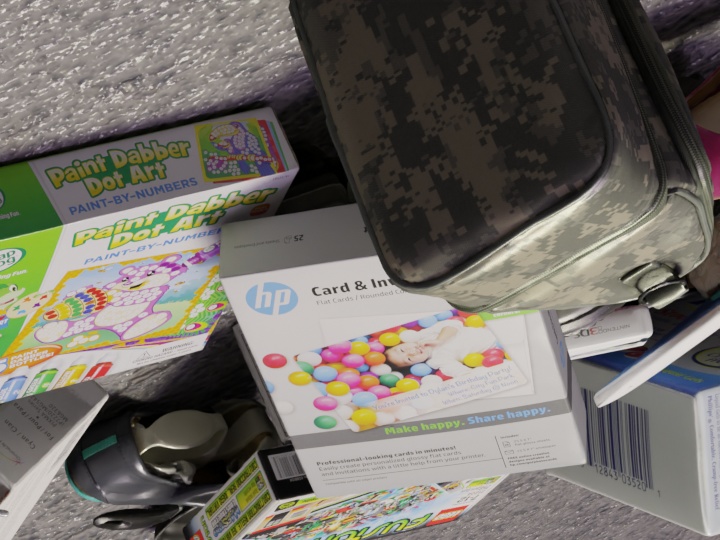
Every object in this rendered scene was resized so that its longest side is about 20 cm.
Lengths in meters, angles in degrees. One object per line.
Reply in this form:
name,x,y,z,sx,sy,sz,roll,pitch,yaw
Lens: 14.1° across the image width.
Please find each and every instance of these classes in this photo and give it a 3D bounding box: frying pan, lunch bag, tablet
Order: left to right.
frying pan,-0.121,0.168,1.964,0.189,0.031,0.115,-7,152,-35
lunch bag,0.076,-0.083,1.363,0.139,0.201,0.167,-31,156,22
tablet,0.227,0.012,1.728,0.130,0.014,0.200,-36,177,-39

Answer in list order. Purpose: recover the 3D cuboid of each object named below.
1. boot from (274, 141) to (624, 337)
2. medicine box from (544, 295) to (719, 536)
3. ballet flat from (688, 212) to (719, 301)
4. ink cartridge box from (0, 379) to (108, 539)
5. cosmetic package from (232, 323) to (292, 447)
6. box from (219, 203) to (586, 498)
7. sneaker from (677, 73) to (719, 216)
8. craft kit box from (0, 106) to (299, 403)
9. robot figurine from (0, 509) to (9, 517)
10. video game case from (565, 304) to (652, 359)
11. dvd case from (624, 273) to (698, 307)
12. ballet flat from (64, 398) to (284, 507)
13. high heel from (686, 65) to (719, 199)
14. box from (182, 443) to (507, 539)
boot,0.049,-0.023,1.551,0.199,0.068,0.131,-11,129,2
medicine box,0.252,0.090,1.991,0.199,0.104,0.182,-14,-163,-31
ballet flat,0.255,-0.063,1.752,0.200,0.072,0.072,-40,165,-20
ink cartridge box,-0.238,0.156,1.668,0.176,0.045,0.200,-48,177,-40
cosmetic package,-0.022,0.086,1.813,0.050,0.083,0.200,-24,159,4
box,0.027,0.040,1.532,0.155,0.041,0.200,-8,139,11
sneaker,0.153,-0.045,1.720,0.090,0.076,0.200,-11,154,-26
craft kit box,-0.151,0.002,1.511,0.199,0.049,0.198,-15,154,-26
robot figurine,-0.282,0.121,1.490,0.199,0.114,0.169,-8,163,23
video game case,0.088,0.052,1.801,0.181,0.024,0.200,-11,176,4
dvd case,0.116,0.027,1.820,0.199,0.016,0.149,-11,175,-17
ballet flat,-0.094,0.113,1.813,0.199,0.073,0.073,3,145,-49
high heel,0.219,-0.113,1.595,0.199,0.067,0.096,-30,137,-21
box,0.001,0.132,1.784,0.199,0.035,0.110,-9,156,-35
